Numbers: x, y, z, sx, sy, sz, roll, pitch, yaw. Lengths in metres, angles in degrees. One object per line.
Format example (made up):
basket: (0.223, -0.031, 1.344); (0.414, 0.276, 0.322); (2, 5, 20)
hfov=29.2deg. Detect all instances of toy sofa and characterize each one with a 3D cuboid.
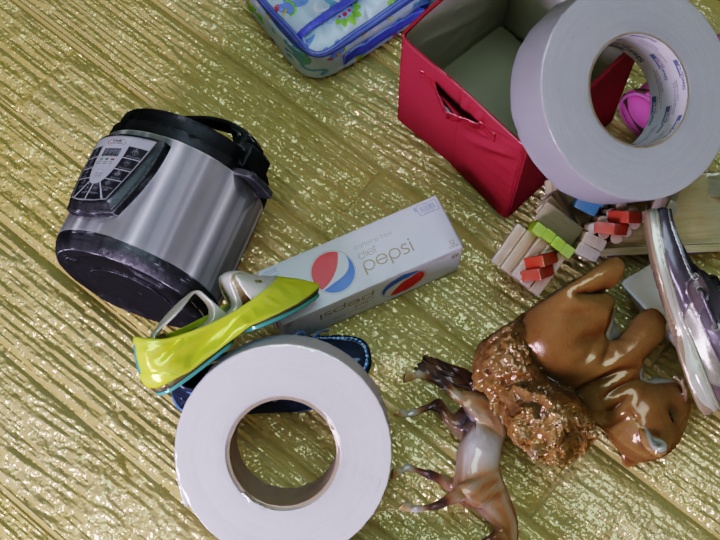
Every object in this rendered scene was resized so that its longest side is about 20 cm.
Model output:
toy sofa: (0.290, -0.057, 1.416); (0.199, 0.098, 0.083); (-3, 93, -2)

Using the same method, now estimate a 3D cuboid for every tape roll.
tape roll: (-0.071, 0.163, 1.285); (0.201, 0.071, 0.203); (0, 95, 0)
tape roll: (0.241, -0.162, 1.278); (0.199, 0.066, 0.201); (1, 88, -19)

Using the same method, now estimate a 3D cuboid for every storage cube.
storage cube: (0.154, -0.194, 1.406); (0.200, 0.180, 0.171); (-43, 75, -14)

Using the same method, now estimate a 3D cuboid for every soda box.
soda box: (0.000, 0.000, 1.389); (0.199, 0.068, 0.064); (-23, 71, -9)

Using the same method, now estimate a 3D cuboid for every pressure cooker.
pressure cooker: (-0.188, -0.065, 1.359); (0.175, 0.179, 0.201); (25, 71, -4)

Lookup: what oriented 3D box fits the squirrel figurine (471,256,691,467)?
squirrel figurine: (0.213, 0.115, 1.319); (0.200, 0.142, 0.187); (-31, 86, -20)

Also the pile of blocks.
pile of blocks: (0.221, -0.048, 1.336); (0.199, 0.062, 0.082); (-30, 93, 0)

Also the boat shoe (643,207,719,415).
boat shoe: (0.316, 0.033, 1.290); (0.065, 0.072, 0.201); (-17, 90, 11)

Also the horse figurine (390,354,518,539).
horse figurine: (0.095, 0.170, 1.326); (0.132, 0.050, 0.201); (12, 60, -17)

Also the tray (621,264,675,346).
tray: (0.347, 0.073, 1.369); (0.200, 0.022, 0.107); (48, 40, 16)

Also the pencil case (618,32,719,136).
pencil case: (0.374, -0.204, 1.457); (0.200, 0.094, 0.091); (-36, 77, -14)

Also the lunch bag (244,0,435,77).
lunch bag: (-0.017, -0.314, 1.506); (0.200, 0.082, 0.161); (-34, 75, -11)

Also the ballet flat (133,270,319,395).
ballet flat: (-0.125, 0.040, 1.276); (0.200, 0.067, 0.067); (-32, 101, -28)

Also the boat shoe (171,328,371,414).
boat shoe: (-0.084, 0.106, 1.347); (0.199, 0.069, 0.084); (-17, 70, -7)
